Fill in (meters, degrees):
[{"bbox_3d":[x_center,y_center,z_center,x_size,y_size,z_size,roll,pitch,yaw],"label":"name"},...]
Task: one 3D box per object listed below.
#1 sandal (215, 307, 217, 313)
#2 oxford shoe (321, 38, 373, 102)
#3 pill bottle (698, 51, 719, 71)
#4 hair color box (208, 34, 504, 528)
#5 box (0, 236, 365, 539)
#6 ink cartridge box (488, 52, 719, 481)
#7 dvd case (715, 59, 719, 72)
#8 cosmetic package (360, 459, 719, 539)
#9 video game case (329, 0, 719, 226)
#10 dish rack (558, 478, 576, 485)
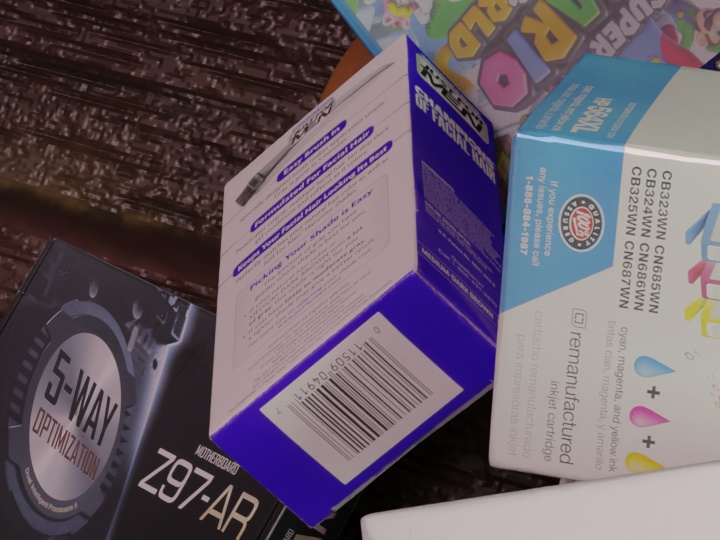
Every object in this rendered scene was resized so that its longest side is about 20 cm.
[{"bbox_3d":[-0.058,0.072,1.328,0.076,0.043,0.201,4,76,28],"label":"sandal"},{"bbox_3d":[0.046,-0.128,1.320,0.200,0.071,0.071,-47,60,7],"label":"oxford shoe"},{"bbox_3d":[0.179,-0.042,1.204,0.200,0.116,0.116,-39,60,10],"label":"pill bottle"},{"bbox_3d":[0.000,0.000,1.190,0.109,0.065,0.200,-39,25,20],"label":"hair color box"},{"bbox_3d":[-0.099,0.091,1.295,0.199,0.044,0.161,25,81,40],"label":"box"},{"bbox_3d":[0.159,0.008,1.074,0.199,0.125,0.129,8,108,15],"label":"ink cartridge box"},{"bbox_3d":[0.254,-0.049,1.128,0.199,0.016,0.149,-23,95,8],"label":"dvd case"},{"bbox_3d":[0.108,0.119,0.997,0.199,0.071,0.102,-11,77,19],"label":"cosmetic package"},{"bbox_3d":[0.082,-0.107,1.269,0.143,0.018,0.200,-38,94,11],"label":"video game case"},{"bbox_3d":[0.136,0.143,1.114,0.171,0.044,0.201,10,71,21],"label":"dish rack"}]
